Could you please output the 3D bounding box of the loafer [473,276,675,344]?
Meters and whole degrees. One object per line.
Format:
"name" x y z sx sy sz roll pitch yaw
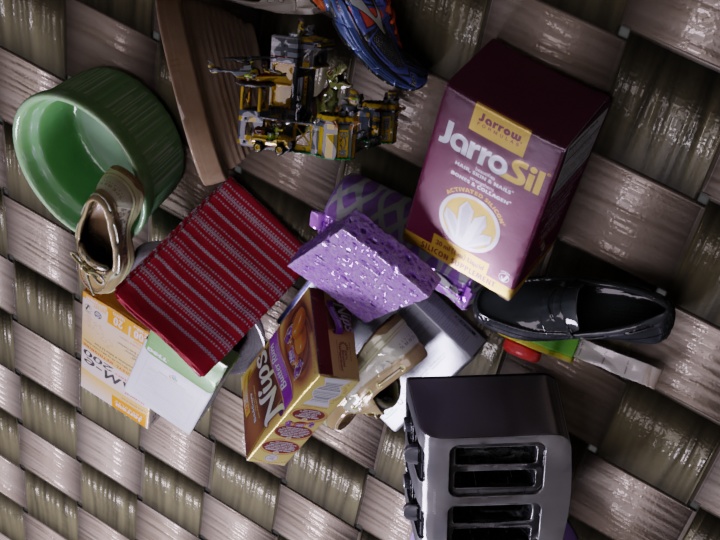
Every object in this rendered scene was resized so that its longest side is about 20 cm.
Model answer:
"loafer" 0.207 0.034 1.279 0.198 0.069 0.070 4 164 14

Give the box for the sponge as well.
"sponge" 0.000 0.000 1.354 0.111 0.030 0.200 37 160 -9

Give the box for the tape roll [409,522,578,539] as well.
"tape roll" 0.164 0.350 1.595 0.199 0.085 0.201 22 135 24

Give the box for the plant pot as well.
"plant pot" -0.143 -0.196 1.351 0.092 0.201 0.202 -14 122 -2

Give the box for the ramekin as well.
"ramekin" -0.305 -0.142 1.548 0.199 0.098 0.201 21 134 23

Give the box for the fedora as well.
"fedora" -0.183 0.023 1.592 0.199 0.091 0.177 38 140 -4

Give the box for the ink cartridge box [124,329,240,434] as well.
"ink cartridge box" -0.213 0.112 1.581 0.103 0.059 0.200 34 144 1

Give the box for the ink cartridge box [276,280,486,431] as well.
"ink cartridge box" 0.020 0.069 1.509 0.200 0.041 0.200 43 139 1

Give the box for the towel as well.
"towel" -0.165 0.005 1.491 0.145 0.200 0.022 43 164 0

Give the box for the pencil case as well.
"pencil case" 0.051 -0.028 1.373 0.199 0.086 0.084 27 137 19

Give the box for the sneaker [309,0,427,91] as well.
"sneaker" 0.005 -0.252 1.234 0.078 0.075 0.200 -38 116 9

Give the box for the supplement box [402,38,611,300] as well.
"supplement box" 0.135 -0.093 1.240 0.130 0.103 0.201 30 136 16

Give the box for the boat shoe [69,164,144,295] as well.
"boat shoe" -0.302 -0.037 1.509 0.073 0.063 0.201 32 137 11

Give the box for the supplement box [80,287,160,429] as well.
"supplement box" -0.310 0.105 1.773 0.125 0.074 0.201 29 137 16

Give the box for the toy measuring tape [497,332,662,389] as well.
"toy measuring tape" 0.209 0.073 1.338 0.199 0.074 0.074 23 135 25

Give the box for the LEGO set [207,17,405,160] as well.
"LEGO set" -0.039 -0.180 1.252 0.152 0.200 0.117 11 105 24

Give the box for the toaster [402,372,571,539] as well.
"toaster" 0.143 0.213 1.428 0.198 0.119 0.182 -1 123 -2

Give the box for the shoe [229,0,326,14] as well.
"shoe" -0.109 -0.289 1.307 0.198 0.053 0.070 17 132 27

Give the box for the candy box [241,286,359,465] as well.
"candy box" -0.073 0.125 1.495 0.056 0.118 0.200 11 139 -24

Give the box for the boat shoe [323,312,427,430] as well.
"boat shoe" 0.013 0.132 1.479 0.066 0.074 0.200 42 139 9
